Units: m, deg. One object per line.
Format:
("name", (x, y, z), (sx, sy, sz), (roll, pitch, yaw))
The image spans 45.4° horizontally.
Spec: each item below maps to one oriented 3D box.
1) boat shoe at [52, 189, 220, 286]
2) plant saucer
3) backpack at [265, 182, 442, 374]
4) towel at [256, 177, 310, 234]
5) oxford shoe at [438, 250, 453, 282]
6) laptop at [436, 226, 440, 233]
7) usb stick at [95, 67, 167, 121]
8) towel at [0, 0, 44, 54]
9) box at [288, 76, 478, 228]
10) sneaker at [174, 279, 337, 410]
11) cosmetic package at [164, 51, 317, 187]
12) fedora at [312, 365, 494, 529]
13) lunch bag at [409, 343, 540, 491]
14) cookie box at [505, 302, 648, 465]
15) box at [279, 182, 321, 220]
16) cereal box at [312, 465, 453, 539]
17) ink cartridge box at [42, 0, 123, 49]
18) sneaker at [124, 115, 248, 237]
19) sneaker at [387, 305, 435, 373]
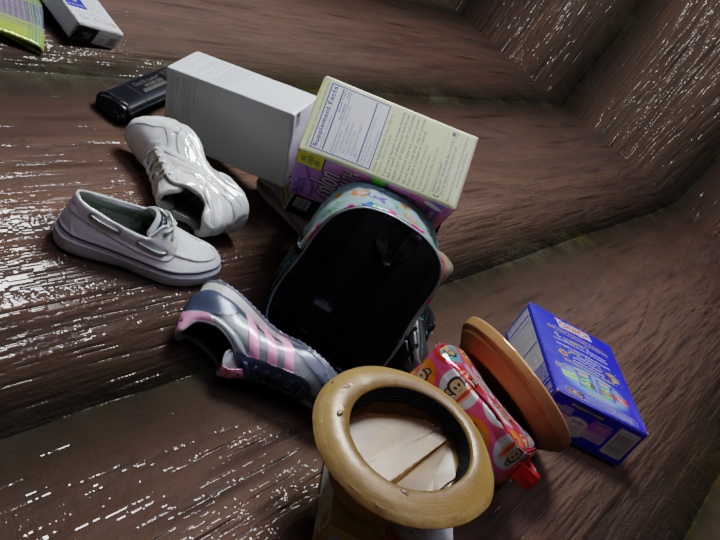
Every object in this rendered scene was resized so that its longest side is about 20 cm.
("boat shoe", (-0.232, -0.036, 0.947), (0.198, 0.067, 0.074), (11, 37, -40))
("plant saucer", (0.186, 0.150, 1.087), (0.201, 0.037, 0.200), (54, -8, 11))
("backpack", (0.000, 0.000, 1.020), (0.176, 0.201, 0.151), (29, 28, -12))
("towel", (-0.036, -0.073, 1.275), (0.191, 0.032, 0.199), (50, 30, 21))
("oxford shoe", (0.030, -0.022, 1.148), (0.198, 0.071, 0.075), (24, 9, 22))
("laptop", (0.035, -0.122, 1.309), (0.186, 0.116, 0.201), (32, 57, -8))
("usb stick", (-0.310, -0.255, 1.233), (0.055, 0.033, 0.200), (30, 28, 1))
("towel", (-0.514, -0.380, 1.198), (0.142, 0.023, 0.201), (15, 36, -38))
("box", (0.021, -0.131, 1.076), (0.198, 0.098, 0.176), (22, -13, -5))
("sneaker", (-0.108, 0.100, 0.903), (0.199, 0.070, 0.082), (36, 44, 3))
("cosmetic package", (-0.165, -0.209, 1.176), (0.198, 0.114, 0.081), (23, 36, 11))
("fedora", (0.032, 0.181, 0.820), (0.198, 0.082, 0.202), (22, 33, -15))
("lunch bag", (0.136, 0.175, 0.976), (0.177, 0.082, 0.200), (50, 5, 21))
("cookie box", (0.313, 0.164, 1.269), (0.170, 0.076, 0.201), (27, 29, -18))
("box", (-0.024, -0.098, 1.254), (0.198, 0.035, 0.111), (21, 33, -27))
("cereal box", (0.029, 0.226, 0.879), (0.143, 0.040, 0.201), (31, 28, -13))
("ink cartridge box", (-0.446, -0.421, 1.291), (0.201, 0.037, 0.094), (54, 23, 14))
("sneaker", (-0.232, -0.119, 1.071), (0.200, 0.078, 0.099), (42, 31, 11))
("sneaker", (0.069, 0.069, 1.132), (0.079, 0.076, 0.201), (26, 30, -25))
